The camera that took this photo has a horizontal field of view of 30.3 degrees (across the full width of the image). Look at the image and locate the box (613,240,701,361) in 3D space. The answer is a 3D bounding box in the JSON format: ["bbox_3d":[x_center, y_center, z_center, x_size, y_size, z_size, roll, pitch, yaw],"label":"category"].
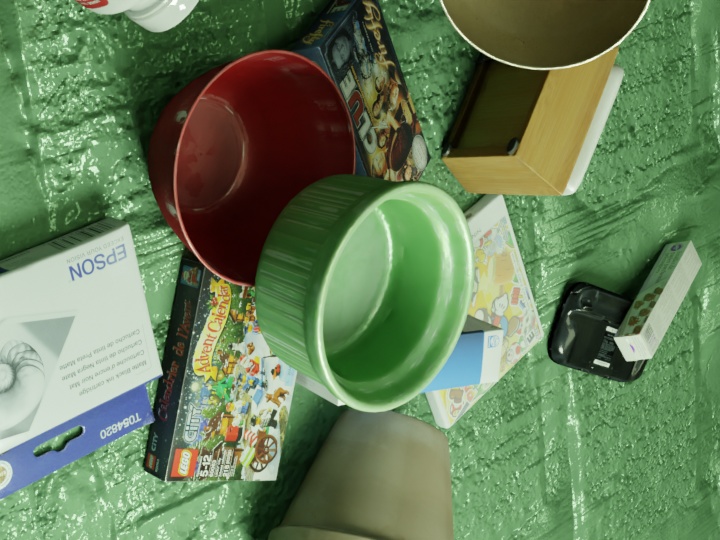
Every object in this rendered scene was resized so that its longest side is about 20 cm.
[{"bbox_3d":[0.374,0.036,1.666,0.042,0.038,0.200,59,45,-22],"label":"box"}]

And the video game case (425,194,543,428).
[{"bbox_3d":[0.121,0.044,1.477,0.182,0.023,0.201,-40,125,-29],"label":"video game case"}]

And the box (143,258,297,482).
[{"bbox_3d":[-0.121,0.096,1.249,0.136,0.037,0.202,7,95,-45],"label":"box"}]

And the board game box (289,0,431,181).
[{"bbox_3d":[0.004,-0.155,1.275,0.136,0.034,0.201,-59,137,-46],"label":"board game box"}]

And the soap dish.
[{"bbox_3d":[0.170,-0.158,1.363,0.081,0.200,0.159,25,84,-22],"label":"soap dish"}]

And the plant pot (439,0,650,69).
[{"bbox_3d":[0.174,-0.309,1.239,0.135,0.198,0.201,-78,147,-48],"label":"plant pot"}]

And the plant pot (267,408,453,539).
[{"bbox_3d":[0.014,0.239,1.331,0.200,0.199,0.175,36,58,-42],"label":"plant pot"}]

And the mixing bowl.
[{"bbox_3d":[-0.111,-0.096,1.162,0.199,0.108,0.203,-14,111,-41],"label":"mixing bowl"}]

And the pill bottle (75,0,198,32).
[{"bbox_3d":[-0.212,-0.270,1.020,0.199,0.112,0.113,31,79,-43],"label":"pill bottle"}]

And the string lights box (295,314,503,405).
[{"bbox_3d":[0.034,0.081,1.332,0.198,0.102,0.060,-5,106,-34],"label":"string lights box"}]

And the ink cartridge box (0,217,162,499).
[{"bbox_3d":[-0.261,0.082,1.112,0.199,0.040,0.202,-27,118,-36],"label":"ink cartridge box"}]

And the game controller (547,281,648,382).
[{"bbox_3d":[0.306,0.080,1.658,0.199,0.042,0.105,18,102,-44],"label":"game controller"}]

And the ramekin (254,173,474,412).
[{"bbox_3d":[0.001,0.012,1.157,0.199,0.097,0.202,-20,118,-42],"label":"ramekin"}]
